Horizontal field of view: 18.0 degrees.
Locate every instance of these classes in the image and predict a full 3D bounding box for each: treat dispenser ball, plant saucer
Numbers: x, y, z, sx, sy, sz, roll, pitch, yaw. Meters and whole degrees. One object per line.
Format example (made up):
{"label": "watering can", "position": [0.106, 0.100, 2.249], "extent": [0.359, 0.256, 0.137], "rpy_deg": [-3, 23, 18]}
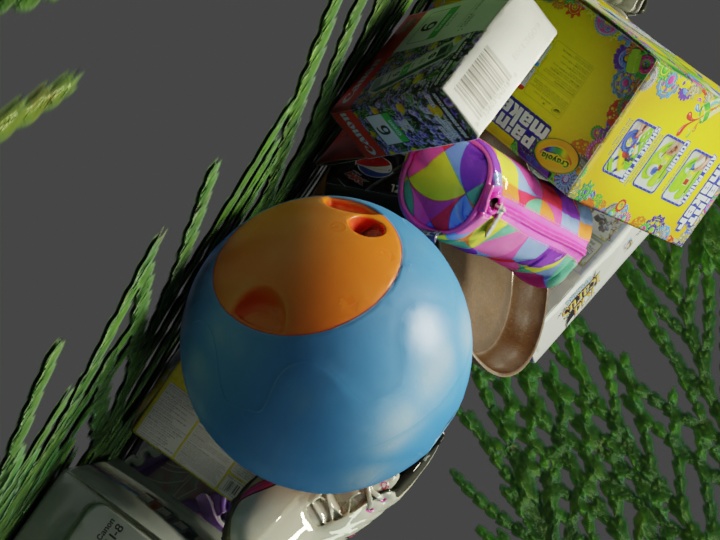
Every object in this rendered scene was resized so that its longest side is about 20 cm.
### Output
{"label": "treat dispenser ball", "position": [-0.023, 0.050, 1.544], "extent": [0.201, 0.200, 0.201], "rpy_deg": [-54, 175, -7]}
{"label": "plant saucer", "position": [0.093, -0.017, 1.768], "extent": [0.034, 0.202, 0.200], "rpy_deg": [-6, -158, 27]}

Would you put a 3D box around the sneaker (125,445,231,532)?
{"label": "sneaker", "position": [-0.120, 0.172, 1.757], "extent": [0.199, 0.089, 0.080], "rpy_deg": [-34, 137, 14]}

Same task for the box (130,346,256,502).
{"label": "box", "position": [-0.069, 0.066, 1.683], "extent": [0.201, 0.117, 0.048], "rpy_deg": [-54, -173, 0]}

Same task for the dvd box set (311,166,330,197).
{"label": "dvd box set", "position": [-0.013, -0.061, 1.864], "extent": [0.201, 0.029, 0.146], "rpy_deg": [-57, 174, 29]}

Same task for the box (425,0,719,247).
{"label": "box", "position": [0.172, -0.139, 1.747], "extent": [0.192, 0.200, 0.122], "rpy_deg": [18, 110, -53]}

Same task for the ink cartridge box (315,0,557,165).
{"label": "ink cartridge box", "position": [0.039, -0.136, 1.622], "extent": [0.199, 0.050, 0.109], "rpy_deg": [-6, -140, 54]}

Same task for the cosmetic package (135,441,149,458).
{"label": "cosmetic package", "position": [-0.110, 0.085, 1.803], "extent": [0.201, 0.050, 0.083], "rpy_deg": [-58, 173, 33]}

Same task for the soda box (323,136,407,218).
{"label": "soda box", "position": [0.000, 0.000, 1.745], "extent": [0.064, 0.070, 0.201], "rpy_deg": [-76, 176, -51]}

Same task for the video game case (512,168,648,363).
{"label": "video game case", "position": [0.129, -0.045, 1.916], "extent": [0.181, 0.200, 0.046], "rpy_deg": [-47, 148, -12]}

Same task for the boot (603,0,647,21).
{"label": "boot", "position": [0.159, -0.206, 1.944], "extent": [0.201, 0.130, 0.068], "rpy_deg": [-54, 175, -6]}

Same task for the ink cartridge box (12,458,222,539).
{"label": "ink cartridge box", "position": [-0.177, 0.235, 1.621], "extent": [0.146, 0.144, 0.200], "rpy_deg": [-54, 174, 1]}

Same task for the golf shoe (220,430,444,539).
{"label": "golf shoe", "position": [-0.021, 0.155, 1.617], "extent": [0.092, 0.073, 0.200], "rpy_deg": [-28, -174, 47]}

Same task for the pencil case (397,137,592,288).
{"label": "pencil case", "position": [0.102, -0.043, 1.668], "extent": [0.089, 0.088, 0.200], "rpy_deg": [-55, 151, 9]}
